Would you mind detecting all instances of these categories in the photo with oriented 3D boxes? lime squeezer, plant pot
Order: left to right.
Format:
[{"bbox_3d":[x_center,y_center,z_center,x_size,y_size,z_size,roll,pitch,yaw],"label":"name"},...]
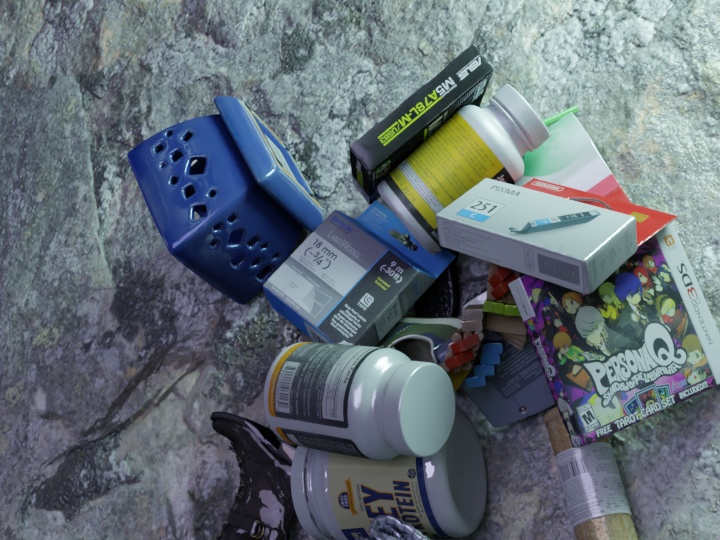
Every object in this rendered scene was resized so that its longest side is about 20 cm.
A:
[{"bbox_3d":[-0.175,-0.105,1.427,0.179,0.200,0.202,-35,57,7],"label":"plant pot"},{"bbox_3d":[0.180,-0.161,1.313,0.197,0.070,0.038,-20,82,23],"label":"lime squeezer"}]

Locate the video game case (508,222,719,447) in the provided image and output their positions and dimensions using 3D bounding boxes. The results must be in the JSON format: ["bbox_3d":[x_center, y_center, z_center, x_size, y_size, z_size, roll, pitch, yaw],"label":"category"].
[{"bbox_3d":[0.276,0.063,1.086,0.197,0.036,0.184,-19,82,-17],"label":"video game case"}]

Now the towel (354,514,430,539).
[{"bbox_3d":[0.072,0.372,1.099,0.199,0.167,0.085,36,61,27],"label":"towel"}]

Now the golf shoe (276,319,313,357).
[{"bbox_3d":[-0.046,0.057,1.353,0.077,0.097,0.202,28,80,3],"label":"golf shoe"}]

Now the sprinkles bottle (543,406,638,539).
[{"bbox_3d":[0.252,0.244,1.110,0.067,0.068,0.203,-22,62,22],"label":"sprinkles bottle"}]

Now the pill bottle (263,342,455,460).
[{"bbox_3d":[-0.002,0.140,1.113,0.198,0.116,0.119,1,72,42],"label":"pill bottle"}]

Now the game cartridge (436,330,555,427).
[{"bbox_3d":[0.202,0.085,1.169,0.199,0.134,0.041,-36,14,15],"label":"game cartridge"}]

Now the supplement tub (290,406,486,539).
[{"bbox_3d":[0.033,0.240,1.197,0.197,0.145,0.148,-13,65,26],"label":"supplement tub"}]

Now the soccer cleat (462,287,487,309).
[{"bbox_3d":[0.218,0.026,1.224,0.198,0.068,0.074,-29,78,17],"label":"soccer cleat"}]

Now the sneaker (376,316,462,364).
[{"bbox_3d":[0.039,0.100,1.260,0.197,0.090,0.068,-8,105,36],"label":"sneaker"}]

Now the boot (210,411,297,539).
[{"bbox_3d":[-0.150,0.289,1.334,0.198,0.069,0.177,22,83,33],"label":"boot"}]

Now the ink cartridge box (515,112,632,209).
[{"bbox_3d":[0.221,-0.082,1.220,0.160,0.050,0.201,-36,30,14],"label":"ink cartridge box"}]

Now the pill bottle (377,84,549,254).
[{"bbox_3d":[0.125,-0.124,1.233,0.200,0.111,0.112,-42,56,6],"label":"pill bottle"}]

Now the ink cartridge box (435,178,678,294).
[{"bbox_3d":[0.209,-0.059,1.106,0.198,0.045,0.175,20,44,42],"label":"ink cartridge box"}]

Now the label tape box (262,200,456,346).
[{"bbox_3d":[0.000,0.000,1.260,0.143,0.064,0.200,35,72,25],"label":"label tape box"}]

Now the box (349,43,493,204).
[{"bbox_3d":[0.071,-0.174,1.280,0.192,0.200,0.048,-38,84,-4],"label":"box"}]

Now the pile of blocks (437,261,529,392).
[{"bbox_3d":[0.133,0.074,1.113,0.081,0.062,0.202,31,102,10],"label":"pile of blocks"}]

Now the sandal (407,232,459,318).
[{"bbox_3d":[0.099,-0.028,1.325,0.074,0.048,0.205,0,84,29],"label":"sandal"}]
